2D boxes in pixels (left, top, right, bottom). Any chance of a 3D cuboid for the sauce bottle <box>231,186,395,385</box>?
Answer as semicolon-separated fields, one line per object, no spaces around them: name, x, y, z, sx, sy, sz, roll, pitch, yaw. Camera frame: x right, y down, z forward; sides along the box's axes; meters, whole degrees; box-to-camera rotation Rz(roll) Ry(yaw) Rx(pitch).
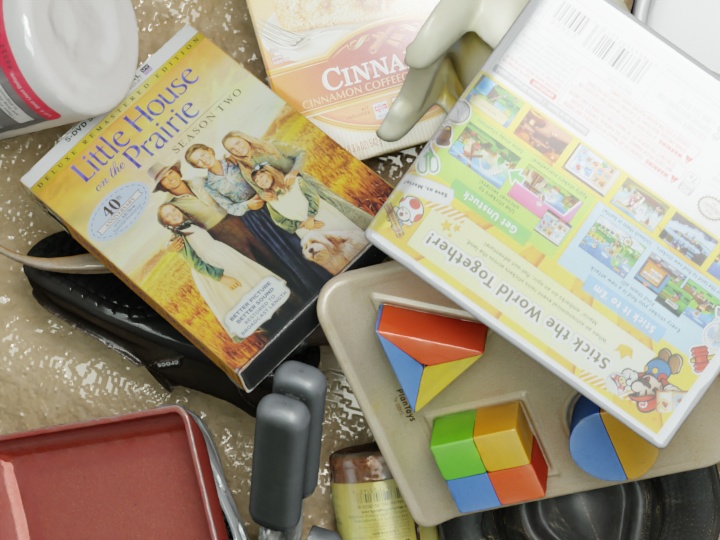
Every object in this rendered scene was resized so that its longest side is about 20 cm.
sauce bottle;0.000;0.000;1.500;0.200;0.065;0.065;-32;91;-18

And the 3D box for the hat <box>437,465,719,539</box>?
hat;0.140;0.151;1.530;0.200;0.081;0.201;-1;99;-8

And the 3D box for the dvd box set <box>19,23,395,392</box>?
dvd box set;-0.084;-0.041;1.474;0.146;0.029;0.200;-43;62;-12

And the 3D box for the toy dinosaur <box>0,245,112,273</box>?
toy dinosaur;-0.128;-0.009;1.529;0.200;0.106;0.060;-15;117;-25

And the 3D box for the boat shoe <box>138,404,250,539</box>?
boat shoe;-0.094;0.182;1.564;0.072;0.069;0.200;-12;92;3

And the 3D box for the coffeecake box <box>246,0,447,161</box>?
coffeecake box;0.008;-0.173;1.541;0.153;0.073;0.200;-16;91;3

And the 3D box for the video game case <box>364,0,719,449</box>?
video game case;0.134;-0.034;1.347;0.200;0.023;0.182;36;92;4

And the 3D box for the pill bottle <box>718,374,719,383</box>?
pill bottle;0.216;0.048;1.502;0.200;0.113;0.113;22;94;-15

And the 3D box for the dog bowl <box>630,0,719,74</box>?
dog bowl;0.263;-0.140;1.530;0.200;0.079;0.200;0;93;2

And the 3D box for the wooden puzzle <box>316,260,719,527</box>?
wooden puzzle;0.096;0.064;1.423;0.200;0.046;0.185;-16;121;15

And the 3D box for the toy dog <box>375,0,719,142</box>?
toy dog;0.136;-0.096;1.448;0.200;0.140;0.194;35;58;5

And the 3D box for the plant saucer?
plant saucer;-0.147;0.187;1.542;0.200;0.037;0.200;-12;93;38

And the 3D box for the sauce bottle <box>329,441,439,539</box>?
sauce bottle;0.023;0.207;1.563;0.066;0.066;0.200;-7;91;3

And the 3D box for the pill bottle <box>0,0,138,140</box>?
pill bottle;-0.242;-0.129;1.508;0.200;0.111;0.111;-11;92;32

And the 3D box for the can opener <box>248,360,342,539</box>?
can opener;-0.035;0.133;1.504;0.066;0.200;0.053;14;50;12

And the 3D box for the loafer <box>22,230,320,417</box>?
loafer;-0.124;0.042;1.556;0.200;0.073;0.071;27;132;13
